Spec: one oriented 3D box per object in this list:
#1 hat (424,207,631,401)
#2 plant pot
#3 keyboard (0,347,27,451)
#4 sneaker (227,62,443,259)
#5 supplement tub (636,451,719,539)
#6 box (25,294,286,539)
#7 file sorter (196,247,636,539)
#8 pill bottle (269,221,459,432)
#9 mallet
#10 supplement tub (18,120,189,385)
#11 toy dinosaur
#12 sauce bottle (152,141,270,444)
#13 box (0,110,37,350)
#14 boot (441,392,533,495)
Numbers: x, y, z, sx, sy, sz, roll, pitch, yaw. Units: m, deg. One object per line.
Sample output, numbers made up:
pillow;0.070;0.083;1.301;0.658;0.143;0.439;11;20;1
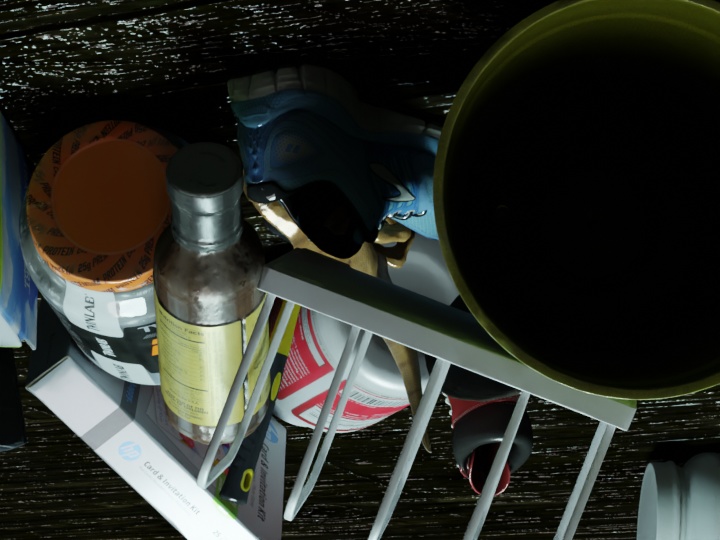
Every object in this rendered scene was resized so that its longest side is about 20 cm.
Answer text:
hat;0.111;-0.013;1.655;0.200;0.201;0.081;-9;118;38
plant pot;0.131;-0.031;1.488;0.200;0.201;0.193;4;176;-2
keyboard;-0.264;0.018;1.701;0.127;0.200;0.021;14;137;-36
sneaker;-0.007;-0.045;1.607;0.078;0.090;0.200;-9;160;37
supplement tub;0.336;0.226;2.417;0.199;0.145;0.144;4;165;-2
box;-0.128;0.090;1.867;0.041;0.156;0.200;-36;113;18
file sorter;0.031;0.083;1.517;0.200;0.125;0.139;20;-173;4
pill bottle;-0.004;0.043;1.884;0.112;0.113;0.200;8;164;-18
mallet;-0.054;0.039;1.734;0.041;0.200;0.066;12;166;39
supplement tub;-0.131;-0.012;1.693;0.122;0.123;0.200;2;165;6
toy dinosaur;0.000;0.000;1.709;0.200;0.106;0.060;51;154;-13
sauce bottle;-0.081;0.012;1.575;0.065;0.065;0.200;3;138;0
box;-0.222;-0.034;1.632;0.048;0.122;0.200;-2;164;4
boot;0.071;0.089;1.976;0.072;0.145;0.200;5;166;-13
